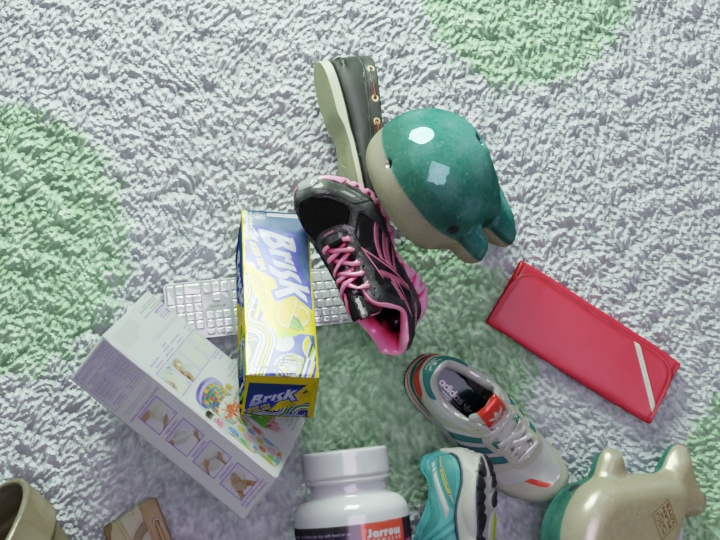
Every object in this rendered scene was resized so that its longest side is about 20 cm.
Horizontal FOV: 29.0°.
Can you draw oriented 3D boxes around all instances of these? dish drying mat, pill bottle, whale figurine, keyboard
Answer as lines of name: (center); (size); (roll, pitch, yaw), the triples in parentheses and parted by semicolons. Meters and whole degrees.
dish drying mat: (0.230, 0.073, 1.424); (0.199, 0.018, 0.077); (32, 80, -5)
pill bottle: (-0.004, 0.270, 1.310); (0.110, 0.111, 0.202); (-6, 84, -11)
whale figurine: (0.257, 0.249, 1.379); (0.199, 0.103, 0.160); (-31, 102, -35)
whale figurine: (0.095, -0.084, 1.326); (0.103, 0.199, 0.160); (-37, 57, 26)
keyboard: (-0.093, 0.032, 1.376); (0.198, 0.011, 0.057); (-6, 84, -11)

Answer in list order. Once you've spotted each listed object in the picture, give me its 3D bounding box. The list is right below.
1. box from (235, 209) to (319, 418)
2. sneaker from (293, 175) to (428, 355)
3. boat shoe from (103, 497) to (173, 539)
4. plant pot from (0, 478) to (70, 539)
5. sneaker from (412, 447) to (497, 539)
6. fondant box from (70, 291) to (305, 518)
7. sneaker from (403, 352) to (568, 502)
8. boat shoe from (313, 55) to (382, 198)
box: (-0.080, 0.038, 1.301); (0.069, 0.065, 0.201); (3, 48, -10)
sneaker: (0.000, 0.000, 1.315); (0.078, 0.096, 0.201); (-21, 122, 26)
boat shoe: (-0.163, 0.308, 1.298); (0.064, 0.071, 0.201); (-32, 88, -11)
plant pot: (-0.297, 0.314, 1.226); (0.173, 0.200, 0.200); (43, 78, -18)
sneaker: (0.090, 0.272, 1.357); (0.079, 0.077, 0.202); (2, 90, 27)
fondant box: (-0.154, 0.120, 1.282); (0.199, 0.144, 0.058); (39, 106, -3)
sneaker: (0.128, 0.156, 1.358); (0.200, 0.093, 0.070); (43, 78, -2)
boat shoe: (0.006, -0.113, 1.379); (0.062, 0.074, 0.204); (-12, 89, -18)
